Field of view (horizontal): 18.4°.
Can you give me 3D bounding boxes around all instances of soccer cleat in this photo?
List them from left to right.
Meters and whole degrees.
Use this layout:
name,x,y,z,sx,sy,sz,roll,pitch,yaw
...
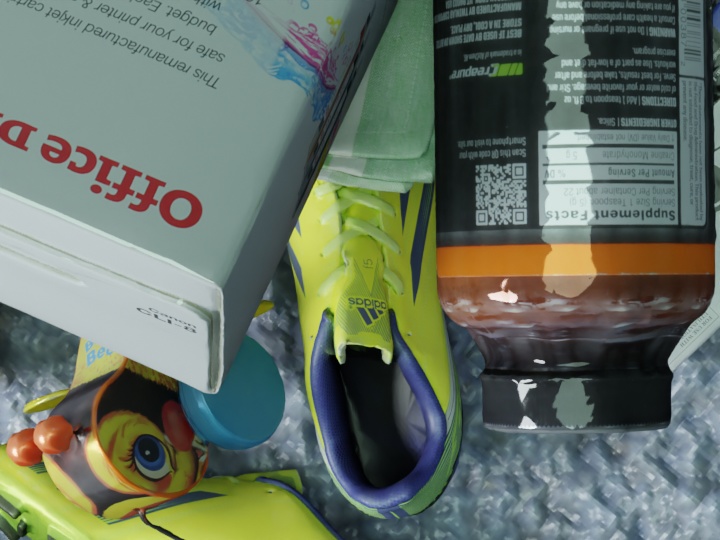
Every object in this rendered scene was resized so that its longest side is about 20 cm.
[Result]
name,x,y,z,sx,sy,sz,roll,pitch,yaw
soccer cleat,-0.066,0.113,0.936,0.199,0.065,0.084,24,68,10
soccer cleat,0.001,0.000,0.887,0.064,0.084,0.201,-11,93,9

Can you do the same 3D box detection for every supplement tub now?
name,x,y,z,sx,sy,sz,roll,pitch,yaw
supplement tub,0.079,-0.041,0.823,0.106,0.107,0.201,0,90,8

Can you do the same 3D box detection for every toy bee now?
name,x,y,z,sx,sy,sz,roll,pitch,yaw
toy bee,-0.082,0.050,0.860,0.131,0.108,0.201,-45,47,26

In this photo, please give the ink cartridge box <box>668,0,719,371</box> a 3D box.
name,x,y,z,sx,sy,sz,roll,pitch,yaw
ink cartridge box,0.162,-0.062,0.885,0.094,0.044,0.200,45,100,1

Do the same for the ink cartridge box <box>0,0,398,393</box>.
name,x,y,z,sx,sy,sz,roll,pitch,yaw
ink cartridge box,-0.074,-0.085,0.771,0.145,0.145,0.201,23,72,3

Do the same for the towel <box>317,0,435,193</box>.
name,x,y,z,sx,sy,sz,roll,pitch,yaw
towel,-0.059,-0.116,0.868,0.199,0.023,0.153,9,74,0
